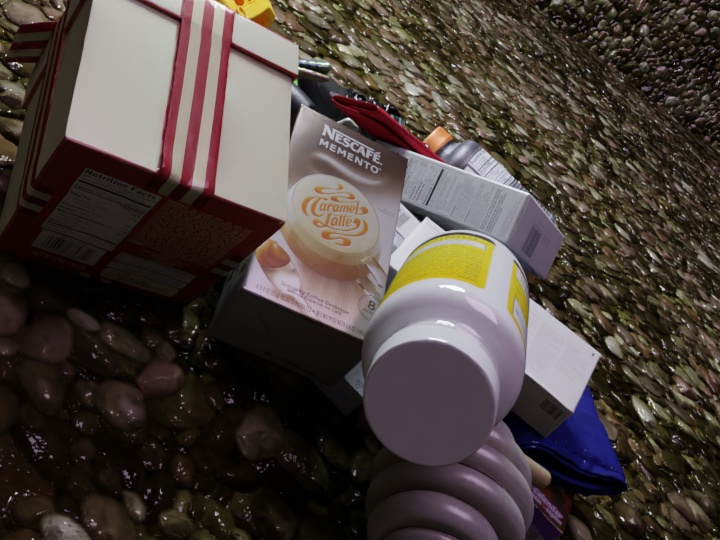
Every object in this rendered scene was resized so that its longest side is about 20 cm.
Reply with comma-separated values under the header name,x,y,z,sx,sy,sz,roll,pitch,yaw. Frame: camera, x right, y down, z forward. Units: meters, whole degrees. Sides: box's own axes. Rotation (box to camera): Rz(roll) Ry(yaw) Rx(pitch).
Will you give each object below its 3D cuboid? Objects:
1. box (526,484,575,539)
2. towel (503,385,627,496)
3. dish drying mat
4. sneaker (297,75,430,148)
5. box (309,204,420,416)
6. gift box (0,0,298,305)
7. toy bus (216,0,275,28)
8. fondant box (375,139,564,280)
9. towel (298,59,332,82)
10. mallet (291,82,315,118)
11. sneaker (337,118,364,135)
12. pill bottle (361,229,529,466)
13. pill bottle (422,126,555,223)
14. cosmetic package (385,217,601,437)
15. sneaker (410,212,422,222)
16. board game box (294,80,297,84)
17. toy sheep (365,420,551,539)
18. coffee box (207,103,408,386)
name,x,y,z,sx,sy,sz,roll,pitch,yaw
box,0.124,0.149,0.771,0.200,0.039,0.137,45,29,5
towel,0.174,0.119,0.788,0.146,0.050,0.202,29,34,-30
dish drying mat,0.050,-0.140,0.917,0.076,0.018,0.199,26,-2,42
sneaker,0.005,-0.186,0.981,0.200,0.079,0.076,41,39,-30
box,-0.003,0.012,0.740,0.156,0.041,0.200,44,47,4
gift box,-0.169,-0.102,0.602,0.183,0.199,0.190,23,55,-36
toy bus,-0.164,-0.308,0.944,0.193,0.135,0.201,49,25,-14
fondant box,0.112,-0.067,0.893,0.198,0.059,0.144,27,-2,33
towel,-0.123,-0.209,0.755,0.141,0.023,0.200,9,12,-28
mallet,-0.111,-0.194,0.839,0.066,0.041,0.200,45,14,15
sneaker,-0.066,-0.119,0.851,0.077,0.081,0.200,47,31,6
pill bottle,0.061,0.048,0.560,0.111,0.112,0.200,41,21,-1
pill bottle,0.151,-0.096,1.054,0.200,0.106,0.106,44,30,3
cosmetic package,0.108,0.047,0.707,0.199,0.051,0.083,39,48,8
sneaker,0.082,-0.011,0.913,0.199,0.071,0.099,36,13,6
board game box,-0.087,-0.186,0.965,0.096,0.030,0.199,49,33,9
toy sheep,0.067,0.172,0.589,0.137,0.138,0.201,36,36,-9
coffee box,-0.038,-0.025,0.663,0.113,0.080,0.202,24,50,-16
